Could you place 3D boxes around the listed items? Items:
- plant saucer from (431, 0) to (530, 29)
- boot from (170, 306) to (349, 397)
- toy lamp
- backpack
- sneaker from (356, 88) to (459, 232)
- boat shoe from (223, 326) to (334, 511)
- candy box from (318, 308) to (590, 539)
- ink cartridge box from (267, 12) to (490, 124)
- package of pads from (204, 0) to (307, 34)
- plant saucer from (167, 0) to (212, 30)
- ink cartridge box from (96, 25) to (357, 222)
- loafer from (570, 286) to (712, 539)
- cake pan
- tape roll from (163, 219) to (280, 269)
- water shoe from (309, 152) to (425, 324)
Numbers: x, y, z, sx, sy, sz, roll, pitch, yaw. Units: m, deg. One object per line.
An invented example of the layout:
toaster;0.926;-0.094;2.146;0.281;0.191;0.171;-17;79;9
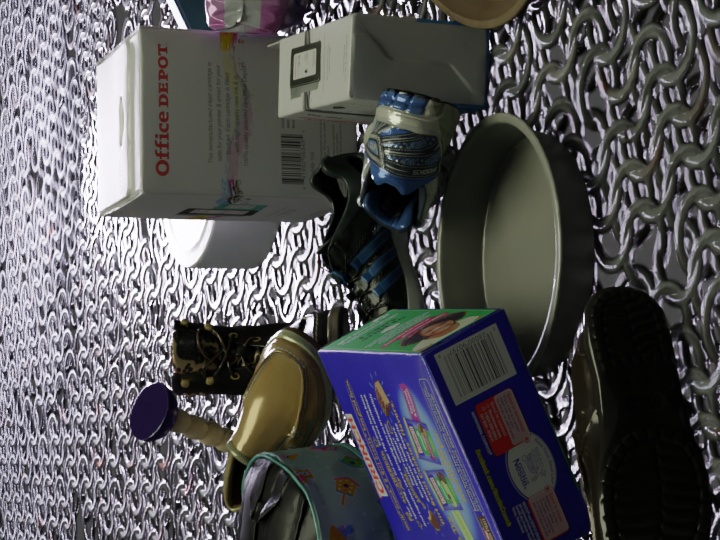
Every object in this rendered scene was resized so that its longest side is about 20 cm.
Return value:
plant saucer;0.080;-0.275;1.481;0.200;0.029;0.200;40;140;44
boot;-0.086;0.071;1.731;0.200;0.150;0.073;129;141;-82
toy lamp;-0.105;0.150;1.769;0.058;0.200;0.058;-24;55;39
backpack;-0.021;0.235;1.608;0.176;0.153;0.201;-158;59;-65
sneaker;0.027;-0.069;1.526;0.200;0.077;0.085;77;-150;-76
boat shoe;-0.074;0.131;1.655;0.072;0.076;0.200;35;140;21
candy box;0.063;0.117;1.442;0.200;0.077;0.169;-4;110;67
ink cartridge box;0.008;-0.153;1.608;0.200;0.116;0.068;179;94;-69
package of pads;-0.089;-0.275;1.811;0.200;0.075;0.121;-60;-24;-79
plant saucer;-0.143;-0.250;1.942;0.200;0.070;0.019;69;176;-68
ink cartridge box;-0.121;-0.125;1.813;0.146;0.200;0.147;162;108;-67
loafer;0.170;0.113;1.273;0.071;0.073;0.200;119;151;-66
cake pan;0.110;-0.011;1.452;0.200;0.037;0.201;-179;90;-68
tape roll;-0.138;-0.101;2.027;0.202;0.071;0.203;-178;90;-68
water shoe;0.000;0.000;1.668;0.072;0.079;0.200;131;135;-58
